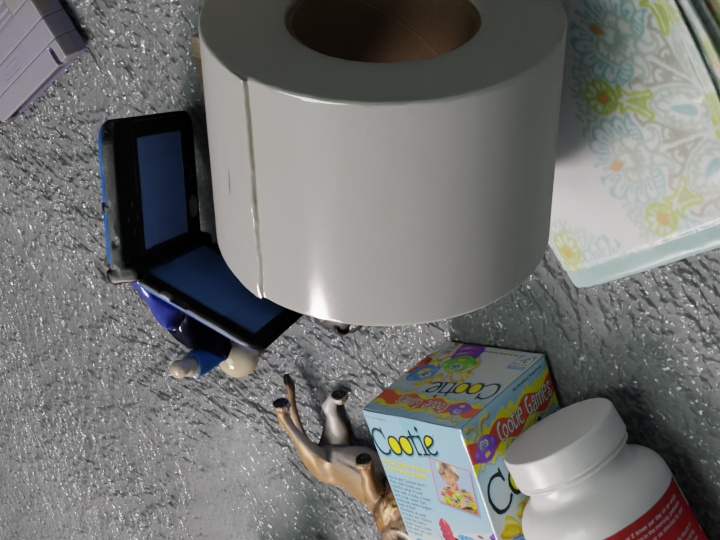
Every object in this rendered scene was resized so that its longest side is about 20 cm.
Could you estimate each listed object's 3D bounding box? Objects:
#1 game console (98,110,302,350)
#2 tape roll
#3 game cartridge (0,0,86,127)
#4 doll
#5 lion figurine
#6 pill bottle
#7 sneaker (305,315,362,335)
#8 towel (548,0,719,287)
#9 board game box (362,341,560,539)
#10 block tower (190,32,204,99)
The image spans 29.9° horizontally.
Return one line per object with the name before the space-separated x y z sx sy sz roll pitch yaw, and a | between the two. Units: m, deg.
game console | -0.115 -0.038 1.058 0.117 0.200 0.172 -2 99 9
tape roll | 0.012 -0.083 0.762 0.202 0.202 0.140 27 135 33
game cartridge | -0.333 -0.224 1.262 0.200 0.038 0.130 -23 96 54
doll | -0.152 0.035 1.187 0.048 0.137 0.200 -18 137 19
lion figurine | -0.001 0.178 1.183 0.200 0.072 0.123 39 151 44
pill bottle | 0.183 0.196 0.935 0.112 0.112 0.201 -19 103 53
sneaker | 0.000 0.000 1.025 0.200 0.071 0.098 -3 115 52
towel | 0.159 -0.086 0.798 0.200 0.048 0.172 -22 97 54
board game box | 0.098 0.169 1.018 0.104 0.103 0.201 5 122 47
block tower | -0.041 -0.139 0.975 0.199 0.054 0.058 20 133 39
